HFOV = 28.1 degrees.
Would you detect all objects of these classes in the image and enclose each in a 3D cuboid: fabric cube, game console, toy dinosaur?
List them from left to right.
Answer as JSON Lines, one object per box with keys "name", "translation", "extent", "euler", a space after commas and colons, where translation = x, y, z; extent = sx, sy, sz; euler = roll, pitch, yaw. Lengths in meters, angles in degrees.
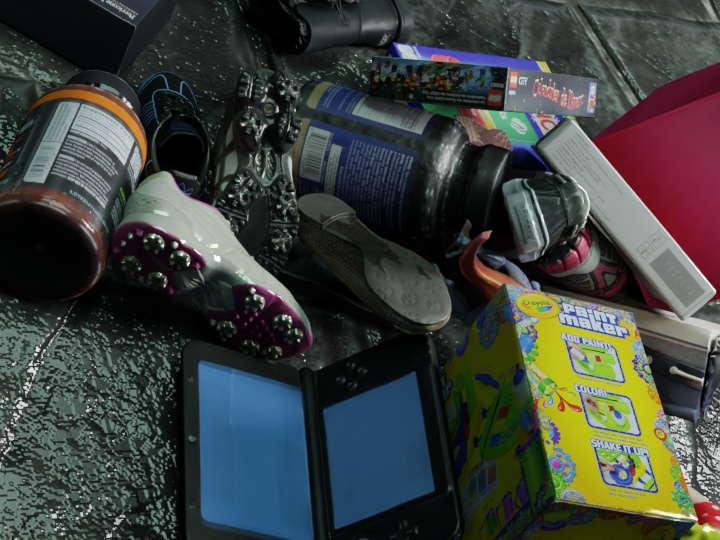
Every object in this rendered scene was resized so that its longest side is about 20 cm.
{"name": "game console", "translation": [-0.031, 0.125, 1.078], "extent": [0.117, 0.174, 0.201], "euler": [50, 23, -43]}
{"name": "toy dinosaur", "translation": [0.129, 0.053, 1.236], "extent": [0.181, 0.105, 0.200], "euler": [39, 1, -5]}
{"name": "fabric cube", "translation": [0.373, -0.096, 1.447], "extent": [0.199, 0.195, 0.202], "euler": [-35, 102, -48]}

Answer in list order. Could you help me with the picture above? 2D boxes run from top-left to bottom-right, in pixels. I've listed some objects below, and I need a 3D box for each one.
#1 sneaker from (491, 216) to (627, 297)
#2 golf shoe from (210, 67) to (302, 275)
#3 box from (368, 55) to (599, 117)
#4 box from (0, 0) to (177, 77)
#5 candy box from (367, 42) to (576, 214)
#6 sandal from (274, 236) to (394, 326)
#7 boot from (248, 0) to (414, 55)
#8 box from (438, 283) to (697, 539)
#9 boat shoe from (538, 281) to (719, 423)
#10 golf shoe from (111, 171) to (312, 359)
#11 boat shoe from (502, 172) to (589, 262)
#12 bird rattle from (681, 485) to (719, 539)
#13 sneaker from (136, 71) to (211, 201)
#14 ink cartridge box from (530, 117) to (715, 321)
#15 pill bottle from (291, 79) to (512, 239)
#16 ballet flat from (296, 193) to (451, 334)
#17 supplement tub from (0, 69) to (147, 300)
{"name": "sneaker", "translation": [0.184, -0.021, 1.362], "extent": [0.074, 0.081, 0.200], "euler": [37, 7, -19]}
{"name": "golf shoe", "translation": [-0.094, -0.071, 1.243], "extent": [0.077, 0.094, 0.202], "euler": [13, 83, -18]}
{"name": "box", "translation": [0.116, -0.166, 1.308], "extent": [0.135, 0.038, 0.199], "euler": [10, 9, 31]}
{"name": "box", "translation": [-0.281, -0.285, 1.364], "extent": [0.199, 0.079, 0.142], "euler": [30, 43, -3]}
{"name": "candy box", "translation": [0.128, -0.142, 1.478], "extent": [0.198, 0.077, 0.170], "euler": [3, 48, -32]}
{"name": "sandal", "translation": [-0.001, 0.001, 1.275], "extent": [0.198, 0.048, 0.076], "euler": [16, 42, -17]}
{"name": "boot", "translation": [-0.050, -0.315, 1.537], "extent": [0.167, 0.077, 0.201], "euler": [-8, 60, -42]}
{"name": "box", "translation": [0.128, 0.154, 1.085], "extent": [0.121, 0.201, 0.194], "euler": [12, 45, -22]}
{"name": "boat shoe", "translation": [0.244, 0.076, 1.341], "extent": [0.198, 0.094, 0.074], "euler": [17, 10, 31]}
{"name": "golf shoe", "translation": [-0.109, -0.005, 1.156], "extent": [0.200, 0.075, 0.092], "euler": [40, 36, -33]}
{"name": "boat shoe", "translation": [0.162, -0.046, 1.226], "extent": [0.200, 0.070, 0.073], "euler": [-59, 134, -82]}
{"name": "bird rattle", "translation": [0.269, 0.209, 1.205], "extent": [0.199, 0.114, 0.163], "euler": [-8, 38, -41]}
{"name": "sneaker", "translation": [-0.162, -0.119, 1.269], "extent": [0.069, 0.078, 0.201], "euler": [12, 45, -22]}
{"name": "ink cartridge box", "translation": [0.238, -0.053, 1.333], "extent": [0.200, 0.045, 0.176], "euler": [50, 8, -2]}
{"name": "pill bottle", "translation": [0.031, -0.094, 1.299], "extent": [0.198, 0.113, 0.112], "euler": [18, 38, 13]}
{"name": "ballet flat", "translation": [0.006, 0.000, 1.196], "extent": [0.067, 0.047, 0.200], "euler": [-17, 40, -33]}
{"name": "supplement tub", "translation": [-0.234, -0.077, 1.162], "extent": [0.106, 0.107, 0.201], "euler": [23, 40, -11]}
